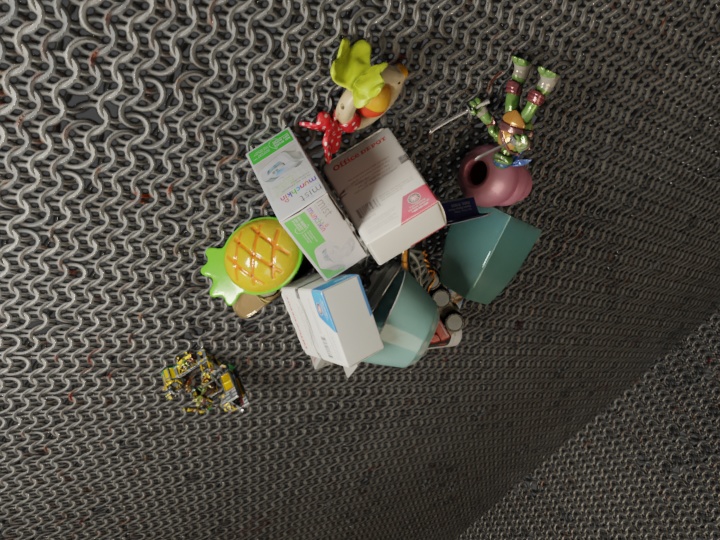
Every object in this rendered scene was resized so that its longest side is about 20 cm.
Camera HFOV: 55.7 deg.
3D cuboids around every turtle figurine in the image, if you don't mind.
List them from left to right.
[{"bbox_3d":[0.260,-0.284,1.233,0.198,0.144,0.196,18,109,-15],"label":"turtle figurine"}]

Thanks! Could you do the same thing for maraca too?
[{"bbox_3d":[-0.200,-0.018,1.258,0.198,0.138,0.107,-25,171,8],"label":"maraca"}]

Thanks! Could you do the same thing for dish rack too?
[{"bbox_3d":[0.027,0.052,1.485,0.173,0.043,0.200,-59,175,11],"label":"dish rack"}]

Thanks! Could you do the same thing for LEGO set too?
[{"bbox_3d":[-0.340,0.272,1.518,0.152,0.116,0.201,-27,145,-3],"label":"LEGO set"}]

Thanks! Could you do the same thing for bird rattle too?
[{"bbox_3d":[0.004,-0.271,1.119,0.162,0.113,0.201,-23,151,-38],"label":"bird rattle"}]

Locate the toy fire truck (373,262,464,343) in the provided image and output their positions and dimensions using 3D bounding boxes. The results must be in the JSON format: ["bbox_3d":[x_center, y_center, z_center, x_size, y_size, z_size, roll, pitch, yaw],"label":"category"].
[{"bbox_3d":[0.121,0.101,1.576,0.198,0.129,0.177,-29,102,7],"label":"toy fire truck"}]

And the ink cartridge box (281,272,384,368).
[{"bbox_3d":[-0.056,0.086,1.265,0.083,0.199,0.147,-25,102,-25],"label":"ink cartridge box"}]

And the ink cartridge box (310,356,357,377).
[{"bbox_3d":[-0.078,0.131,1.438,0.066,0.202,0.116,-16,162,-18],"label":"ink cartridge box"}]

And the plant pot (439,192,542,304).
[{"bbox_3d":[0.269,-0.038,1.494,0.140,0.141,0.202,14,103,-45],"label":"plant pot"}]

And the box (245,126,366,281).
[{"bbox_3d":[-0.088,-0.112,1.175,0.096,0.177,0.200,-31,146,2],"label":"box"}]

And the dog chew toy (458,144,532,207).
[{"bbox_3d":[0.289,-0.188,1.406,0.199,0.125,0.125,4,133,-49],"label":"dog chew toy"}]

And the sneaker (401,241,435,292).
[{"bbox_3d":[0.127,0.002,1.484,0.076,0.203,0.078,1,-175,10],"label":"sneaker"}]

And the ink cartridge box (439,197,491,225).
[{"bbox_3d":[0.122,-0.108,1.340,0.197,0.200,0.041,-14,99,-22],"label":"ink cartridge box"}]

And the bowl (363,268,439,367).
[{"bbox_3d":[0.084,0.109,1.337,0.104,0.202,0.202,27,126,-4],"label":"bowl"}]

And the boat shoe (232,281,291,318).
[{"bbox_3d":[-0.188,0.025,1.348,0.074,0.067,0.200,34,110,-19],"label":"boat shoe"}]

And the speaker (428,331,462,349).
[{"bbox_3d":[0.154,0.156,1.689,0.198,0.082,0.082,-2,137,-32],"label":"speaker"}]

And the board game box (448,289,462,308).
[{"bbox_3d":[0.162,0.109,1.742,0.198,0.044,0.200,-16,143,-18],"label":"board game box"}]

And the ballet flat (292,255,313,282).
[{"bbox_3d":[-0.100,-0.028,1.382,0.200,0.047,0.067,-42,143,17],"label":"ballet flat"}]

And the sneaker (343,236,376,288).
[{"bbox_3d":[0.000,0.000,1.457,0.074,0.082,0.200,15,126,-45],"label":"sneaker"}]

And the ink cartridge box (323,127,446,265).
[{"bbox_3d":[0.042,-0.136,1.218,0.146,0.201,0.083,-31,147,3],"label":"ink cartridge box"}]
